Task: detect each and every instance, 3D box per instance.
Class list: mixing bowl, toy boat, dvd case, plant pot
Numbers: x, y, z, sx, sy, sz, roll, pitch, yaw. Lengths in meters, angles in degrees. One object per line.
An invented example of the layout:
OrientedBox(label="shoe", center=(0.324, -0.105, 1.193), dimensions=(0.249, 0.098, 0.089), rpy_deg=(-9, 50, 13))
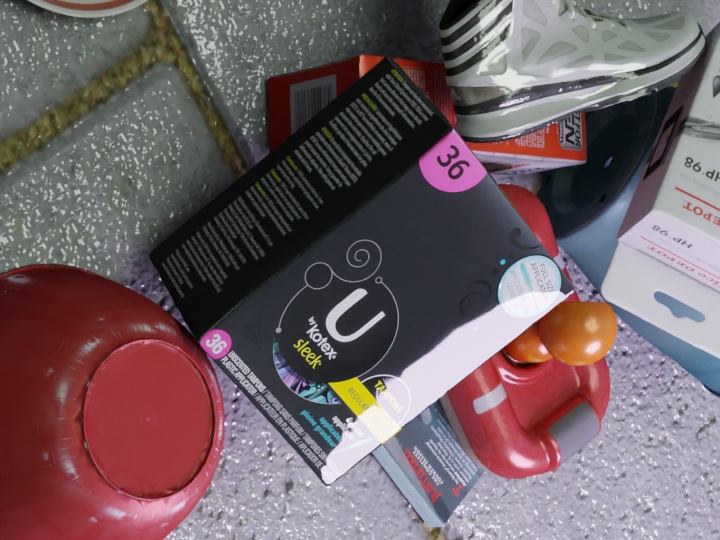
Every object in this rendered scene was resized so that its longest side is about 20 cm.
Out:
OrientedBox(label="mixing bowl", center=(-0.156, 0.090, 1.601), dimensions=(0.200, 0.108, 0.201), rpy_deg=(5, 81, -39))
OrientedBox(label="toy boat", center=(0.118, 0.038, 1.787), dimensions=(0.130, 0.131, 0.200), rpy_deg=(-35, 107, -37))
OrientedBox(label="dvd case", center=(0.067, 0.056, 1.842), dimensions=(0.146, 0.022, 0.200), rpy_deg=(53, 56, -22))
OrientedBox(label="plant pot", center=(0.235, -0.037, 1.890), dimensions=(0.188, 0.200, 0.200), rpy_deg=(30, 67, -21))

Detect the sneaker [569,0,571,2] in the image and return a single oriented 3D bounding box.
OrientedBox(label="sneaker", center=(0.063, -0.219, 1.804), dimensions=(0.071, 0.099, 0.200), rpy_deg=(-41, 100, -32))

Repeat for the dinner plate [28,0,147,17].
OrientedBox(label="dinner plate", center=(-0.183, -0.256, 1.667), dimensions=(0.200, 0.024, 0.201), rpy_deg=(4, 84, -38))

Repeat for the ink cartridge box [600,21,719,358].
OrientedBox(label="ink cartridge box", center=(0.248, -0.052, 1.765), dimensions=(0.116, 0.067, 0.200), rpy_deg=(27, 66, -7))

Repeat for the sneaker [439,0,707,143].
OrientedBox(label="sneaker", center=(0.137, -0.163, 1.729), dimensions=(0.200, 0.076, 0.116), rpy_deg=(-21, 106, -29))

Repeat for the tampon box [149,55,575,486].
OrientedBox(label="tampon box", center=(0.000, 0.000, 1.653), dimensions=(0.200, 0.126, 0.150), rpy_deg=(-39, 122, 2))

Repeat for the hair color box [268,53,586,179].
OrientedBox(label="hair color box", center=(0.046, -0.100, 1.789), dimensions=(0.200, 0.101, 0.061), rpy_deg=(4, 82, -40))
